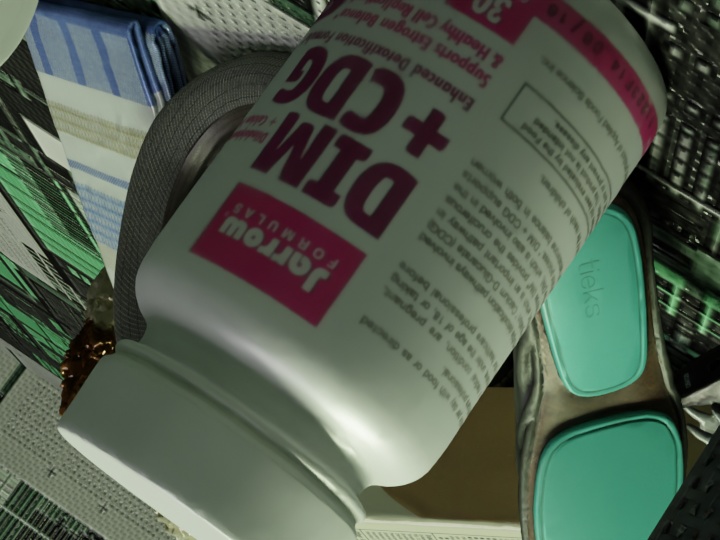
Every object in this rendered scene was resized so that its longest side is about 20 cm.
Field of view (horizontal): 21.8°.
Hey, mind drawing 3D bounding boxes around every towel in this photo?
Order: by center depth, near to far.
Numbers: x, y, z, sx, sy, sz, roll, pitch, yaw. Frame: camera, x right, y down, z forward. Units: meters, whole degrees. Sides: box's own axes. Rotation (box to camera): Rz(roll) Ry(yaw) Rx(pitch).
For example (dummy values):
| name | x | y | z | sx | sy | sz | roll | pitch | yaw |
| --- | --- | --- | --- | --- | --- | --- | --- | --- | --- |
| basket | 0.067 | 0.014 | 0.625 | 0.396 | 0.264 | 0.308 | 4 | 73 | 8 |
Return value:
| name | x | y | z | sx | sy | sz | roll | pitch | yaw |
| --- | --- | --- | --- | --- | --- | --- | --- | --- | --- |
| towel | -0.111 | -0.044 | 0.959 | 0.147 | 0.024 | 0.201 | 19 | 132 | 53 |

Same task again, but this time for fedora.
| name | x | y | z | sx | sy | sz | roll | pitch | yaw |
| --- | --- | --- | --- | --- | --- | --- | --- | --- | --- |
| fedora | -0.024 | -0.004 | 0.833 | 0.090 | 0.178 | 0.200 | 9 | 175 | -34 |

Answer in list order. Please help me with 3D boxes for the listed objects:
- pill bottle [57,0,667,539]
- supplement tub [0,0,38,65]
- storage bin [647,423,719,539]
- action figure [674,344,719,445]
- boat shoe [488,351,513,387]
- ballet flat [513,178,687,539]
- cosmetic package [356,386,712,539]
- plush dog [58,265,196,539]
| name | x | y | z | sx | sy | sz | roll | pitch | yaw |
| --- | --- | --- | --- | --- | --- | --- | --- | --- | --- |
| pill bottle | 0.000 | -0.004 | 0.594 | 0.113 | 0.200 | 0.113 | 33 | 167 | 9 |
| supplement tub | -0.237 | -0.143 | 0.829 | 0.144 | 0.145 | 0.200 | 44 | 164 | -33 |
| storage bin | 0.169 | 0.125 | 0.624 | 0.135 | 0.200 | 0.094 | 41 | 165 | -23 |
| action figure | 0.205 | 0.112 | 0.754 | 0.200 | 0.069 | 0.130 | 51 | -173 | -22 |
| boat shoe | 0.000 | 0.000 | 0.939 | 0.199 | 0.075 | 0.073 | 30 | 148 | 20 |
| ballet flat | 0.089 | 0.041 | 0.716 | 0.068 | 0.068 | 0.201 | -104 | 8 | -60 |
| cosmetic package | 0.091 | 0.105 | 0.870 | 0.199 | 0.071 | 0.105 | 1 | 152 | 21 |
| plush dog | -0.092 | 0.045 | 1.156 | 0.171 | 0.200 | 0.161 | 26 | 129 | 10 |
